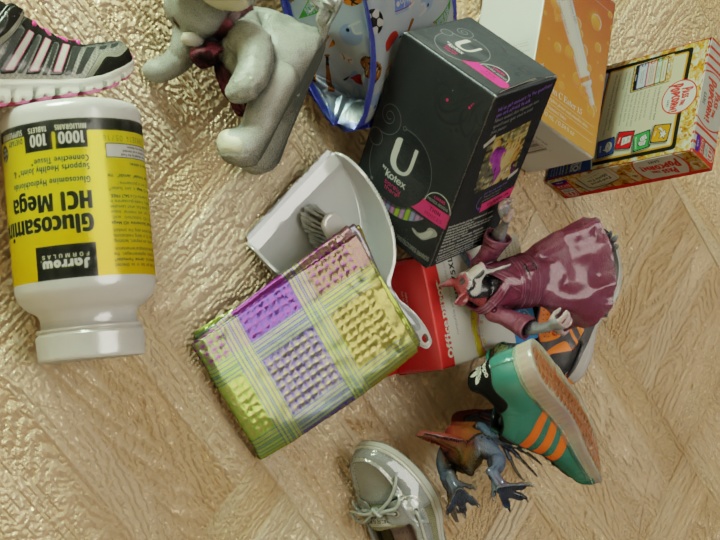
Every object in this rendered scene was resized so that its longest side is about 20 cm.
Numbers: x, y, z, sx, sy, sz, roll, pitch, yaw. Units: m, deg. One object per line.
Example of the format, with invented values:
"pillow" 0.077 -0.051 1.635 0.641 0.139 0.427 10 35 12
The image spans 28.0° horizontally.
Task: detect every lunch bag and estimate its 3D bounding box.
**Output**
"lunch bag" 0.010 -0.254 1.405 0.170 0.124 0.201 -40 125 -43

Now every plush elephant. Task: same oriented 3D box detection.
"plush elephant" -0.118 -0.198 1.265 0.200 0.154 0.165 -64 178 9

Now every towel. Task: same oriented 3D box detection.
"towel" -0.046 0.065 1.327 0.200 0.023 0.144 -36 108 -20

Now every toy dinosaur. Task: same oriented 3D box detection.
"toy dinosaur" 0.116 0.167 1.429 0.182 0.105 0.200 -103 173 -57

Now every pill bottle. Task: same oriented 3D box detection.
"pill bottle" -0.222 -0.029 1.145 0.112 0.112 0.201 -2 84 -45

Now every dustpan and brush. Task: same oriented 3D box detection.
"dustpan and brush" 0.000 0.000 1.382 0.140 0.057 0.200 -48 117 -24

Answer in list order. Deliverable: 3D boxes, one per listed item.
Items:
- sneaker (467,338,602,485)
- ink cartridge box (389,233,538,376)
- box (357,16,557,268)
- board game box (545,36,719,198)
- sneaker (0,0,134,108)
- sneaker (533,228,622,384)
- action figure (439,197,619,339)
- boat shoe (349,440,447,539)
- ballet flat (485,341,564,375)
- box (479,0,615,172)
"sneaker" 0.173 0.147 1.418 0.200 0.080 0.072 54 26 -35
"ink cartridge box" 0.087 0.037 1.475 0.200 0.067 0.117 -15 93 -45
"box" 0.085 -0.124 1.394 0.106 0.122 0.200 -21 140 -45
"board game box" 0.315 -0.171 1.645 0.046 0.200 0.152 34 61 -36
"sneaker" -0.268 -0.177 1.150 0.200 0.074 0.088 -16 100 -40
"sneaker" 0.224 0.021 1.608 0.112 0.077 0.201 37 59 -36
"action figure" 0.161 0.005 1.453 0.199 0.149 0.134 -7 80 -26
"boat shoe" 0.039 0.257 1.388 0.065 0.074 0.202 -42 119 -45
"ballet flat" 0.187 0.130 1.509 0.200 0.074 0.074 48 48 -60
"box" 0.201 -0.230 1.613 0.124 0.097 0.201 27 64 -39
